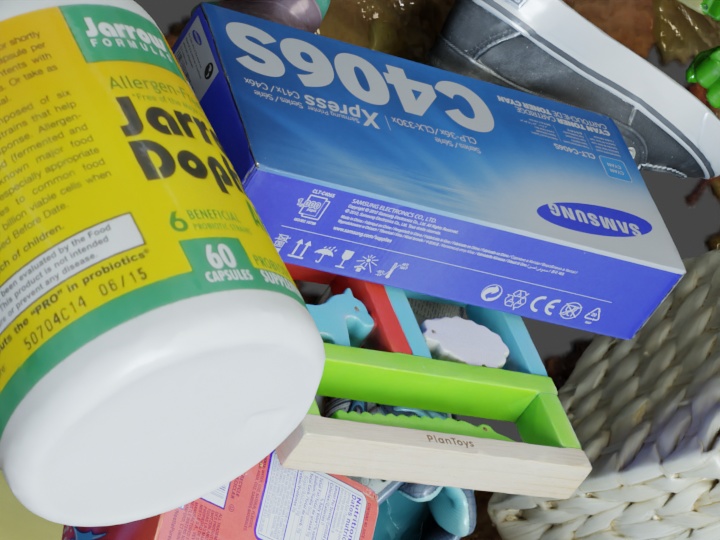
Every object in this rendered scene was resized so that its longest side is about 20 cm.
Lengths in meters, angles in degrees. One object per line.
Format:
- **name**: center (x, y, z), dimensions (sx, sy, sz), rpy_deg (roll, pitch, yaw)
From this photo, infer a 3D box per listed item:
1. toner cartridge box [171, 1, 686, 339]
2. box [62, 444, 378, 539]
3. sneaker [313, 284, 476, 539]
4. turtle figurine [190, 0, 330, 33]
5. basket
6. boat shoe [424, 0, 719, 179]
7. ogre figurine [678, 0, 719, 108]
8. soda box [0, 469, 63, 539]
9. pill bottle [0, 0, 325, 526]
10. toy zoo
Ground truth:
- **toner cartridge box**: center (0.024, -0.037, 0.998), dimensions (0.200, 0.043, 0.095), rpy_deg (13, 40, -31)
- **box**: center (-0.077, 0.157, 0.914), dimensions (0.103, 0.095, 0.200), rpy_deg (29, 65, -37)
- **sneaker**: center (0.018, 0.076, 1.021), dimensions (0.078, 0.086, 0.200), rpy_deg (34, 62, -35)
- **turtle figurine**: center (0.005, -0.174, 1.043), dimensions (0.200, 0.101, 0.150), rpy_deg (-44, 109, -30)
- **basket**: center (0.161, 0.084, 1.107), dimensions (0.123, 0.135, 0.200), rpy_deg (57, 40, -18)
- **boat shoe**: center (0.097, -0.071, 1.137), dimensions (0.068, 0.072, 0.200), rpy_deg (-56, 143, 6)
- **ogre figurine**: center (0.174, -0.167, 1.201), dimensions (0.120, 0.098, 0.200), rpy_deg (-4, 48, -42)
- **soda box**: center (-0.154, 0.144, 0.862), dimensions (0.064, 0.068, 0.200), rpy_deg (23, 69, -40)
- **pill bottle**: center (-0.100, -0.025, 0.862), dimensions (0.113, 0.113, 0.200), rpy_deg (1, 51, -43)
- **toy zoo**: center (0.000, 0.000, 0.990), dimensions (0.131, 0.020, 0.200), rpy_deg (9, 41, -34)
